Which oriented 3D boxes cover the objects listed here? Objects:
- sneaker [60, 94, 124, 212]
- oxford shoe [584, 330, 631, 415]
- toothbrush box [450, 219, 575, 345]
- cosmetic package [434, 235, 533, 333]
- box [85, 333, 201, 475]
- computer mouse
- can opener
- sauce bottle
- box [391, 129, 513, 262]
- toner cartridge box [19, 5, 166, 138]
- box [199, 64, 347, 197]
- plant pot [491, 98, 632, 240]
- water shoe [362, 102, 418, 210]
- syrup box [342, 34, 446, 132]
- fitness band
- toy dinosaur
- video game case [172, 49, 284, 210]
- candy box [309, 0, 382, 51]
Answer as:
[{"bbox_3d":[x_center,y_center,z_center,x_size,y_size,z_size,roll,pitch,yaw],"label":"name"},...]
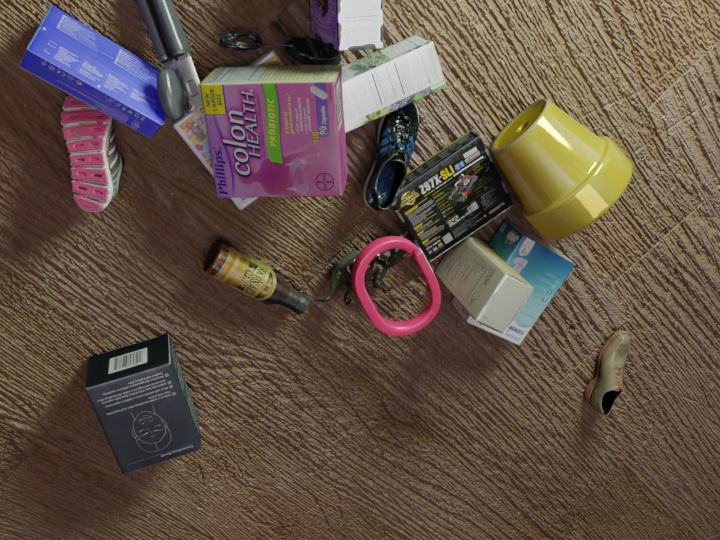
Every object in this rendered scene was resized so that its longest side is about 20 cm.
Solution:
[{"bbox_3d":[-0.403,-0.190,1.069,0.073,0.087,0.202,-3,94,-5],"label":"sneaker"},{"bbox_3d":[0.571,0.232,1.575,0.070,0.075,0.202,3,114,-17],"label":"oxford shoe"},{"bbox_3d":[0.298,0.026,1.382,0.145,0.085,0.201,23,106,-26],"label":"toothbrush box"},{"bbox_3d":[0.221,0.017,1.287,0.071,0.200,0.106,25,107,-26],"label":"cosmetic package"},{"bbox_3d":[-0.385,0.239,1.262,0.147,0.107,0.202,-16,118,-10],"label":"box"},{"bbox_3d":[-0.121,-0.336,1.082,0.198,0.059,0.034,0,139,-25],"label":"computer mouse"},{"bbox_3d":[-0.278,-0.322,1.015,0.052,0.066,0.202,-11,101,24],"label":"can opener"},{"bbox_3d":[-0.179,0.018,1.242,0.199,0.066,0.066,28,105,-27],"label":"sauce bottle"},{"bbox_3d":[0.162,-0.133,1.283,0.199,0.049,0.160,-34,118,2],"label":"box"},{"bbox_3d":[-0.371,-0.283,1.013,0.199,0.096,0.043,28,142,-27],"label":"toner cartridge box"},{"bbox_3d":[-0.124,-0.211,1.066,0.198,0.097,0.178,1,119,5],"label":"box"},{"bbox_3d":[0.340,-0.189,1.238,0.201,0.201,0.189,-44,104,7],"label":"plant pot"},{"bbox_3d":[0.064,-0.196,1.184,0.071,0.079,0.202,13,95,-22],"label":"water shoe"},{"bbox_3d":[0.028,-0.302,1.139,0.198,0.079,0.082,-26,121,-4],"label":"syrup box"},{"bbox_3d":[0.065,0.030,1.270,0.143,0.038,0.201,-28,121,1],"label":"fitness band"},{"bbox_3d":[0.000,0.000,1.296,0.198,0.077,0.103,-18,108,-3],"label":"toy dinosaur"},{"bbox_3d":[-0.172,-0.225,1.148,0.199,0.023,0.183,-35,120,3],"label":"video game case"},{"bbox_3d":[-0.025,-0.433,1.006,0.071,0.168,0.202,-9,117,-15],"label":"candy box"}]
